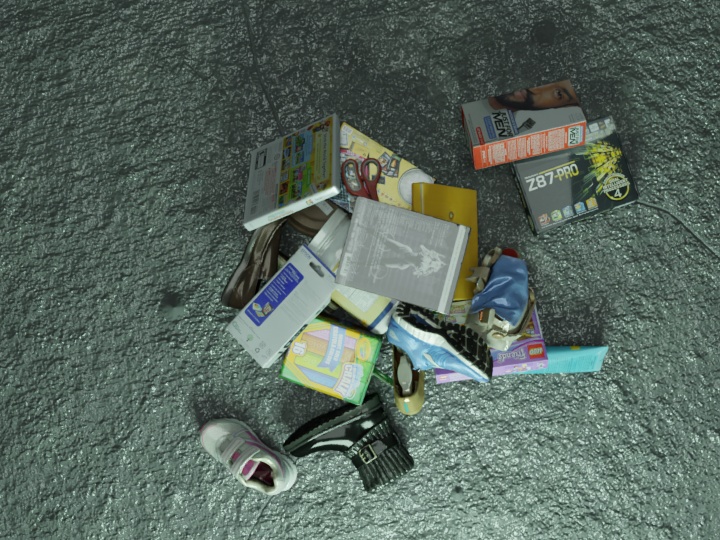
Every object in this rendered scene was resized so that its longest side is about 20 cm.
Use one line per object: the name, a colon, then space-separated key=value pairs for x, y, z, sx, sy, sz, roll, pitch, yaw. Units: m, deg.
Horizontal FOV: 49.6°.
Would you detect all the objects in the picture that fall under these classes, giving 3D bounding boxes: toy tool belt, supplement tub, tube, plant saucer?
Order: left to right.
plant saucer: x=-0.066 y=-0.159 z=1.446 sx=0.197 sy=0.029 sz=0.203 roll=0 pitch=90 yaw=2
supplement tub: x=0.000 y=0.000 z=1.377 sx=0.199 sy=0.144 sz=0.145 roll=39 pitch=91 yaw=-2
toy tool belt: x=0.244 y=0.027 z=1.346 sx=0.123 sy=0.123 sz=0.202 roll=12 pitch=63 yaw=14
tube: x=0.341 y=0.161 z=1.409 sx=0.197 sy=0.078 sz=0.051 roll=-1 pitch=57 yaw=4

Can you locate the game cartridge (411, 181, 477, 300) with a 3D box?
game cartridge: x=0.150 y=-0.048 z=1.373 sx=0.032 sy=0.175 sz=0.203 roll=0 pitch=89 yaw=40

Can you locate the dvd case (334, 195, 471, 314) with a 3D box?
dvd case: x=0.070 y=-0.026 z=1.289 sx=0.198 sy=0.016 sz=0.151 roll=15 pitch=88 yaw=0

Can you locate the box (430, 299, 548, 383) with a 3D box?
box: x=0.223 y=0.119 z=1.393 sx=0.197 sy=0.039 sz=0.138 roll=-8 pitch=59 yaw=4

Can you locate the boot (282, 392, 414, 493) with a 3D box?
boot: x=-0.022 y=0.334 z=1.415 sx=0.209 sy=0.079 sz=0.159 roll=-24 pitch=93 yaw=7

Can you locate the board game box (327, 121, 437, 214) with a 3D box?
board game box: x=0.019 y=-0.158 z=1.410 sx=0.199 sy=0.035 sz=0.136 roll=32 pitch=91 yaw=2

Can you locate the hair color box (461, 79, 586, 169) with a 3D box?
hair color box: x=0.287 y=-0.260 z=1.384 sx=0.197 sy=0.064 sz=0.112 roll=-12 pitch=54 yaw=4

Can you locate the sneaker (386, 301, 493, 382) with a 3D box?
sneaker: x=0.132 y=0.132 z=1.312 sx=0.199 sy=0.079 sz=0.090 roll=30 pitch=129 yaw=0

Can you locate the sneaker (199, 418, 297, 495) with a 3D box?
sneaker: x=-0.208 y=0.338 z=1.419 sx=0.199 sy=0.088 sz=0.082 roll=29 pitch=91 yaw=3

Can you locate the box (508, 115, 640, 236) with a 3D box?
box: x=0.384 y=-0.171 z=1.414 sx=0.198 sy=0.049 sz=0.163 roll=-18 pitch=85 yaw=2

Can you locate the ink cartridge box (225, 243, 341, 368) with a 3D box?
ink cartridge box: x=-0.127 y=0.060 z=1.325 sx=0.200 sy=0.039 sz=0.099 roll=-46 pitch=77 yaw=4

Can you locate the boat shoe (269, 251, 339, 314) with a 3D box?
boat shoe: x=-0.128 y=0.023 z=1.430 sx=0.200 sy=0.072 sz=0.066 roll=38 pitch=97 yaw=8

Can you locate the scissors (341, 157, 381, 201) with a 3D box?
scissors: x=0.019 y=-0.107 z=1.366 sx=0.072 sy=0.014 sz=0.202 roll=-14 pitch=77 yaw=-3

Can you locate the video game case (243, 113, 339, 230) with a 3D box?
video game case: x=-0.118 y=-0.174 z=1.364 sx=0.180 sy=0.201 sz=0.023 roll=-21 pitch=133 yaw=19

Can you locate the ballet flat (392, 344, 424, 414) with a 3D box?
ballet flat: x=0.086 y=0.149 z=1.364 sx=0.068 sy=0.063 sz=0.202 roll=-10 pitch=57 yaw=13

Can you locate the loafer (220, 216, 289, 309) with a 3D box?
loafer: x=-0.172 y=-0.015 z=1.377 sx=0.070 sy=0.073 sz=0.202 roll=28 pitch=97 yaw=2

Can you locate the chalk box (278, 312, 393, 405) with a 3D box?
chalk box: x=-0.029 y=0.158 z=1.395 sx=0.198 sy=0.124 sz=0.125 roll=18 pitch=91 yaw=2
